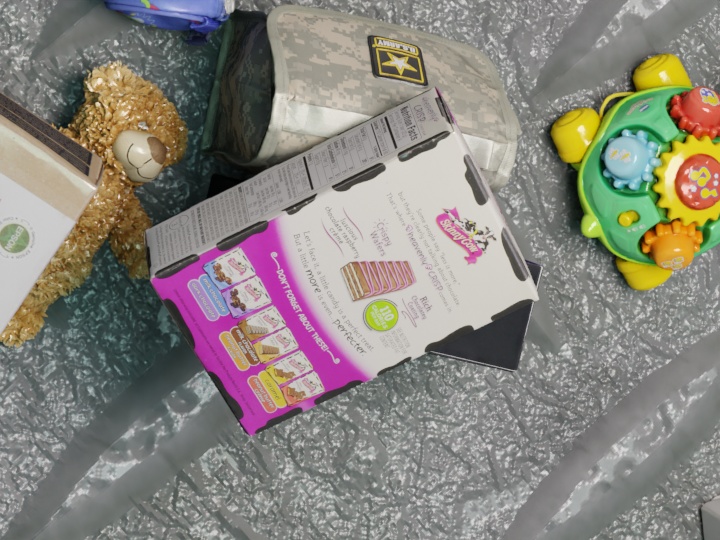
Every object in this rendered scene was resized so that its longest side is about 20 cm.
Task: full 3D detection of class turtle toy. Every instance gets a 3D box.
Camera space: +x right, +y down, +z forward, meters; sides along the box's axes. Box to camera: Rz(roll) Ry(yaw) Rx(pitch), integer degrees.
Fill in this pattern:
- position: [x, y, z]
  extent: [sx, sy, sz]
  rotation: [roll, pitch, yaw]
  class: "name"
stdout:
- position: [0.240, -0.079, 1.410]
  extent: [0.199, 0.101, 0.146]
  rotation: [-34, 106, -11]
  class: "turtle toy"

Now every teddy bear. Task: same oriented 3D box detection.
- position: [-0.192, -0.040, 1.295]
  extent: [0.199, 0.067, 0.146]
  rotation: [-30, 108, -11]
  class: "teddy bear"

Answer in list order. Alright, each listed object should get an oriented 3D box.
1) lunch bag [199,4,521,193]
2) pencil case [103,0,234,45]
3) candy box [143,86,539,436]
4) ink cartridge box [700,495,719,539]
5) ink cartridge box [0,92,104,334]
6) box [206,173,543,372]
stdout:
- position: [-0.001, -0.102, 1.278]
  extent: [0.163, 0.200, 0.118]
  rotation: [11, 95, -18]
  class: "lunch bag"
- position: [-0.104, -0.250, 1.287]
  extent: [0.086, 0.078, 0.201]
  rotation: [15, 93, 10]
  class: "pencil case"
- position: [-0.011, -0.004, 1.187]
  extent: [0.199, 0.061, 0.137]
  rotation: [-25, 124, 6]
  class: "candy box"
- position: [0.358, 0.217, 1.439]
  extent: [0.146, 0.200, 0.084]
  rotation: [-11, 104, -15]
  class: "ink cartridge box"
- position: [-0.278, -0.024, 1.217]
  extent: [0.164, 0.075, 0.200]
  rotation: [33, 100, -13]
  class: "ink cartridge box"
- position: [0.000, 0.000, 1.323]
  extent: [0.199, 0.141, 0.079]
  rotation: [14, 92, -19]
  class: "box"
